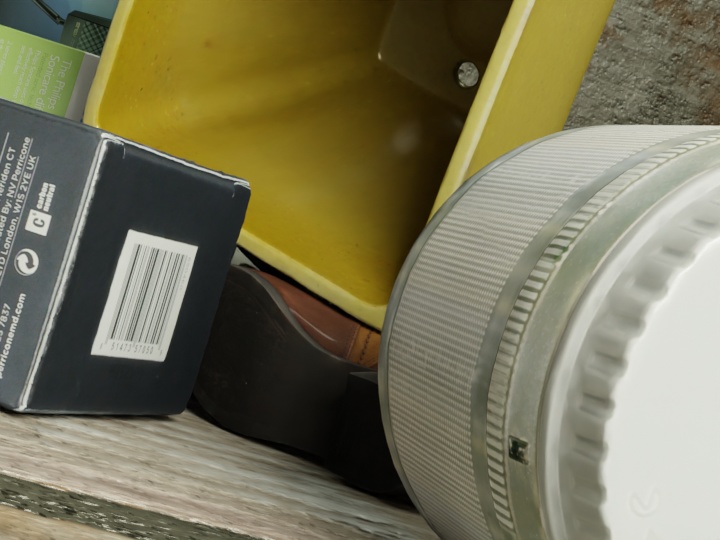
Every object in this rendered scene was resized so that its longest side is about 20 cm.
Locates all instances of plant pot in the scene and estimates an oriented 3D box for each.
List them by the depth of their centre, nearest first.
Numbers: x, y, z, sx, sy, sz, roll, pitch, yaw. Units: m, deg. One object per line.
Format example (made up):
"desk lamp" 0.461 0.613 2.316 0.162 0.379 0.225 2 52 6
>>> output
"plant pot" 0.021 -0.115 0.885 0.194 0.196 0.200 31 24 22

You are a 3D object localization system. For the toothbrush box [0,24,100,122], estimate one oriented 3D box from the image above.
"toothbrush box" -0.233 -0.068 1.060 0.199 0.146 0.086 17 -7 -5

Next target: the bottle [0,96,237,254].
"bottle" -0.157 -0.036 0.893 0.199 0.065 0.084 22 35 -3

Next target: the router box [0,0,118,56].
"router box" -0.189 -0.081 1.159 0.149 0.201 0.062 17 1 11

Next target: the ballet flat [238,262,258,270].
"ballet flat" -0.080 0.025 0.980 0.072 0.072 0.200 17 0 -32

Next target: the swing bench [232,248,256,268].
"swing bench" -0.121 -0.017 1.325 0.198 0.130 0.200 17 -5 -25

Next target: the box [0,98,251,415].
"box" -0.170 -0.021 0.748 0.199 0.108 0.148 17 1 18

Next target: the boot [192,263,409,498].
"boot" 0.033 0.054 0.867 0.188 0.069 0.200 20 7 43

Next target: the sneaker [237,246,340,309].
"sneaker" 0.000 0.000 0.937 0.199 0.075 0.085 23 6 26

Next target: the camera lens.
"camera lens" 0.100 0.038 0.541 0.159 0.161 0.200 17 0 -15
